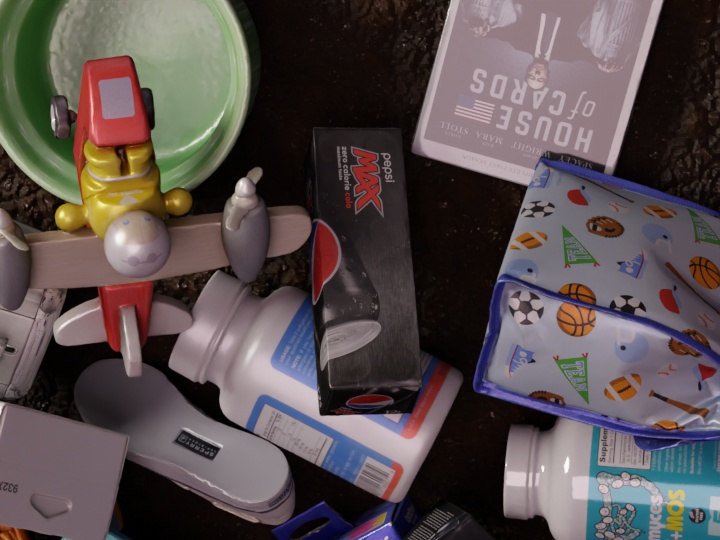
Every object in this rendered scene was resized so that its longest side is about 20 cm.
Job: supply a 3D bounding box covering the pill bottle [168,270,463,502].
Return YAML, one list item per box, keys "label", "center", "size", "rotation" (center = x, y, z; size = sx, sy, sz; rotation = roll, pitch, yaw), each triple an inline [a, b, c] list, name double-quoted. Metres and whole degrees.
- label: "pill bottle"
  center: [-0.035, 0.080, 1.531]
  size: [0.200, 0.112, 0.112]
  rotation: [28, 106, 2]

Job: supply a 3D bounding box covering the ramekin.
- label: "ramekin"
  center: [-0.167, -0.149, 1.509]
  size: [0.200, 0.098, 0.200]
  rotation: [2, 103, 9]

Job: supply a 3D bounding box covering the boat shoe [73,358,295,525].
- label: "boat shoe"
  center: [-0.132, 0.135, 1.580]
  size: [0.200, 0.070, 0.071]
  rotation: [24, 65, 23]

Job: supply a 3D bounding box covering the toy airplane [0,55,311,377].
- label: "toy airplane"
  center: [-0.161, -0.018, 1.413]
  size: [0.199, 0.141, 0.200]
  rotation: [41, 92, -22]

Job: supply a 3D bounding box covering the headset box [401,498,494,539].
- label: "headset box"
  center: [0.056, 0.298, 1.489]
  size: [0.200, 0.093, 0.174]
  rotation: [-44, 97, -7]

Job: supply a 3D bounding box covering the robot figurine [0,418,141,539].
- label: "robot figurine"
  center: [-0.235, 0.224, 1.590]
  size: [0.145, 0.058, 0.200]
  rotation: [-22, 78, -3]

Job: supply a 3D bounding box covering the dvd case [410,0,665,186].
- label: "dvd case"
  center: [0.132, -0.160, 1.494]
  size: [0.150, 0.025, 0.200]
  rotation: [16, 104, 6]

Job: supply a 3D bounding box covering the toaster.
- label: "toaster"
  center: [-0.291, 0.016, 1.534]
  size: [0.129, 0.200, 0.114]
  rotation: [21, 105, -14]

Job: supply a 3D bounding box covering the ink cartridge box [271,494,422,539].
- label: "ink cartridge box"
  center: [0.008, 0.265, 1.586]
  size: [0.136, 0.076, 0.200]
  rotation: [-30, 94, 15]

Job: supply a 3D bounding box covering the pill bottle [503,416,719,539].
- label: "pill bottle"
  center: [0.206, 0.153, 1.507]
  size: [0.200, 0.111, 0.111]
  rotation: [3, 103, 10]

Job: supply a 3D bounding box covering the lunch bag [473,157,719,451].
- label: "lunch bag"
  center: [0.195, 0.030, 1.442]
  size: [0.200, 0.170, 0.124]
  rotation: [14, 129, 6]

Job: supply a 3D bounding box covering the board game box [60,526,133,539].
- label: "board game box"
  center: [-0.161, 0.291, 1.530]
  size: [0.200, 0.045, 0.152]
  rotation: [31, 85, -2]

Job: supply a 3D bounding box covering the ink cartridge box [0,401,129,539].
- label: "ink cartridge box"
  center: [-0.290, 0.130, 1.488]
  size: [0.200, 0.145, 0.084]
  rotation: [8, 81, 33]

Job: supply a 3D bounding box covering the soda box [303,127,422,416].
- label: "soda box"
  center: [0.000, 0.000, 1.474]
  size: [0.071, 0.063, 0.200]
  rotation: [-1, 68, -9]
